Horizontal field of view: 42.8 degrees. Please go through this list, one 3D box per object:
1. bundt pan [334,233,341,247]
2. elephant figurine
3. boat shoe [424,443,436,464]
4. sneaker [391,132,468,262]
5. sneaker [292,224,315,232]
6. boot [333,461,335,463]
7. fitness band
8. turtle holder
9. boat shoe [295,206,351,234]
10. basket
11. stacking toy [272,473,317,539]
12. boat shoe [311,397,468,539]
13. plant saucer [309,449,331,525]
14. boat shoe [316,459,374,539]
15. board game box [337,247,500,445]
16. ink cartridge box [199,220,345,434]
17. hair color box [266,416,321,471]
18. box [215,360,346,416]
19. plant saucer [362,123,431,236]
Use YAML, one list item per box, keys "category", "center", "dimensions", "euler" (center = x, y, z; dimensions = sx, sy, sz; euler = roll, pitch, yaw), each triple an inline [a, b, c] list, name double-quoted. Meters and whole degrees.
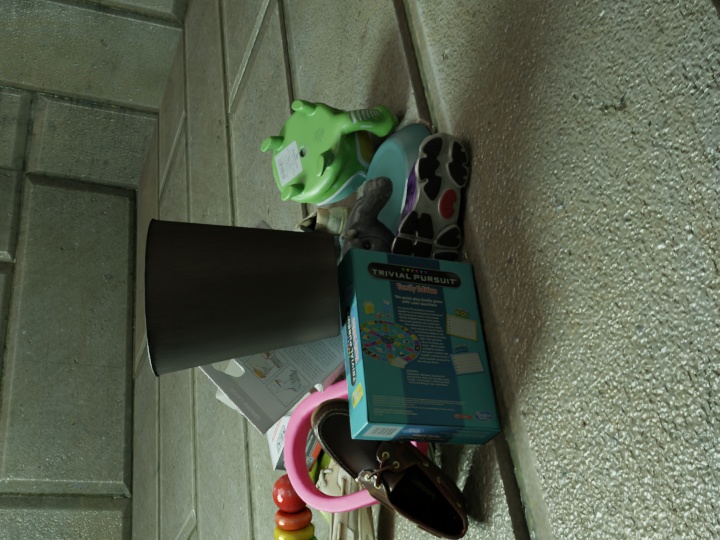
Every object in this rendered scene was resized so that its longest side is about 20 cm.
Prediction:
- category: "bundt pan"
  center: [-0.044, 0.041, 1.329]
  dimensions: [0.202, 0.075, 0.204]
  euler: [-178, 90, -74]
- category: "elephant figurine"
  center: [0.000, 0.000, 1.146]
  dimensions: [0.199, 0.155, 0.142]
  euler: [-22, 56, 34]
- category: "boat shoe"
  center: [0.055, 0.183, 1.066]
  dimensions: [0.074, 0.062, 0.201]
  euler: [-28, 69, 34]
- category: "sneaker"
  center: [0.082, -0.062, 1.099]
  dimensions: [0.083, 0.080, 0.202]
  euler: [178, 108, -82]
- category: "sneaker"
  center: [-0.102, 0.021, 1.440]
  dimensions: [0.094, 0.070, 0.200]
  euler: [-52, -15, -39]
- category: "boot"
  center: [0.014, 0.149, 1.137]
  dimensions: [0.075, 0.106, 0.202]
  euler: [144, 131, -64]
- category: "fitness band"
  center: [-0.010, 0.199, 1.057]
  dimensions: [0.199, 0.037, 0.145]
  euler: [-27, 71, 35]
- category: "turtle holder"
  center: [-0.041, -0.179, 1.323]
  dimensions: [0.141, 0.131, 0.186]
  euler: [47, 118, 37]
- category: "boat shoe"
  center: [-0.077, -0.060, 1.482]
  dimensions: [0.200, 0.064, 0.073]
  euler: [152, 122, -64]
- category: "basket"
  center: [-0.124, 0.021, 1.001]
  dimensions: [0.136, 0.198, 0.181]
  euler: [93, 172, -57]
- category: "stacking toy"
  center: [-0.094, 0.386, 1.302]
  dimensions: [0.085, 0.085, 0.202]
  euler: [-160, 63, -68]
- category: "boat shoe"
  center: [0.035, 0.207, 0.955]
  dimensions: [0.071, 0.199, 0.070]
  euler: [-53, 12, 7]
- category: "plant saucer"
  center: [-0.044, 0.252, 1.327]
  dimensions: [0.200, 0.048, 0.201]
  euler: [-136, 56, -64]
- category: "boat shoe"
  center: [-0.023, 0.278, 1.180]
  dimensions: [0.072, 0.064, 0.202]
  euler: [130, 135, -80]
- category: "board game box"
  center: [0.058, 0.081, 0.980]
  dimensions: [0.047, 0.150, 0.201]
  euler: [127, 144, -51]
- category: "ink cartridge box"
  center: [-0.111, 0.067, 1.073]
  dimensions: [0.200, 0.176, 0.045]
  euler: [43, 166, 18]
- category: "hair color box"
  center: [-0.102, 0.185, 1.348]
  dimensions: [0.201, 0.061, 0.102]
  euler: [-108, 33, -49]
- category: "box"
  center: [-0.101, 0.147, 1.233]
  dimensions: [0.199, 0.068, 0.083]
  euler: [-9, 50, 46]
- category: "plant saucer"
  center: [0.044, -0.100, 1.229]
  dimensions: [0.200, 0.036, 0.202]
  euler: [-172, 90, -68]
